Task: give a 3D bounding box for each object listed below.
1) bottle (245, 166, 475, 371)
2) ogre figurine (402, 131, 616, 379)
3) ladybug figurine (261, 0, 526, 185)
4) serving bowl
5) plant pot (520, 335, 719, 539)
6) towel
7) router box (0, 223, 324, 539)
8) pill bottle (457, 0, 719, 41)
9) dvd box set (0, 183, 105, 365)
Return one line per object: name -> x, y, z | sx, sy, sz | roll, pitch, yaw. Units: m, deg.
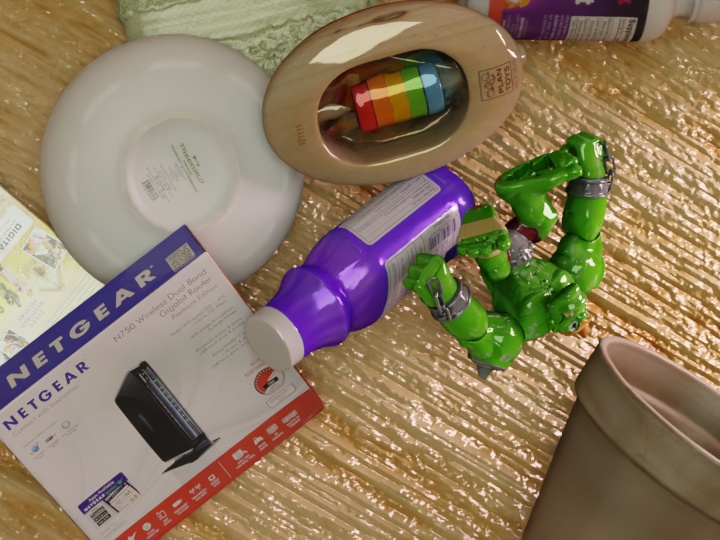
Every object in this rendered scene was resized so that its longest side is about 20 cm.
bottle -> 0.000, 0.000, 1.658 | 0.065, 0.084, 0.200 | 38, 57, 21
ogre figurine -> 0.123, -0.007, 1.682 | 0.098, 0.200, 0.120 | 1, 128, 31
ladybug figurine -> 0.023, -0.136, 1.647 | 0.199, 0.072, 0.137 | -13, 122, -6
serving bowl -> -0.135, -0.073, 1.663 | 0.199, 0.066, 0.202 | -1, 97, -10
plant pot -> 0.208, 0.175, 1.665 | 0.199, 0.200, 0.174 | 35, 105, -2
towel -> -0.087, -0.199, 1.718 | 0.199, 0.036, 0.149 | -12, 89, -3
router box -> -0.154, 0.095, 1.657 | 0.200, 0.049, 0.180 | -38, 126, -3
pill bottle -> 0.175, -0.228, 1.693 | 0.198, 0.111, 0.112 | 0, 89, -3
dvd box set -> -0.252, 0.043, 1.707 | 0.200, 0.029, 0.147 | 39, 87, -1
